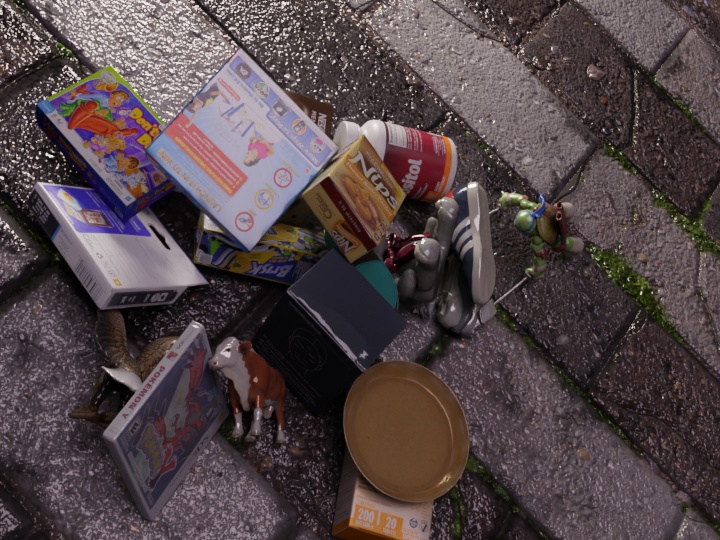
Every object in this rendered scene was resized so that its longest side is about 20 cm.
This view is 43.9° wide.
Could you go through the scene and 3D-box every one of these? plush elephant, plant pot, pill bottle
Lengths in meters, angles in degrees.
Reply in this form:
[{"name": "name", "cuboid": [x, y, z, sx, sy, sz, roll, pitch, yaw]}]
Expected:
[{"name": "plush elephant", "cuboid": [0.055, -0.021, 1.399, 0.151, 0.203, 0.166, 17, 44, 11]}, {"name": "plant pot", "cuboid": [0.062, 0.227, 1.257, 0.196, 0.028, 0.204, 12, 59, -20]}, {"name": "pill bottle", "cuboid": [0.054, -0.185, 1.495, 0.195, 0.113, 0.116, 10, 61, -19]}]

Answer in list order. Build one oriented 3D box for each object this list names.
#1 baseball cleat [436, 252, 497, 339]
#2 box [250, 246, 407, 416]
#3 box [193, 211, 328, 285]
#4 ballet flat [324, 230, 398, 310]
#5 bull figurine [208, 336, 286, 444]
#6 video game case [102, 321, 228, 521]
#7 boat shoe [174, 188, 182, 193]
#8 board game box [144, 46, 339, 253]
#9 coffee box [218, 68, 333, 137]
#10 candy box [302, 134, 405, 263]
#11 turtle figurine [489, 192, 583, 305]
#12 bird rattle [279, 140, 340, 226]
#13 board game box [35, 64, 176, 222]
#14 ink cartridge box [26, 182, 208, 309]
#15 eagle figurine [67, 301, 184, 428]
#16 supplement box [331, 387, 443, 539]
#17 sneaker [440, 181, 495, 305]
[{"name": "baseball cleat", "cuboid": [0.187, 0.018, 1.491, 0.105, 0.069, 0.203, 30, 66, -17]}, {"name": "box", "cuboid": [-0.050, 0.090, 1.258, 0.149, 0.200, 0.107, 46, 56, 3]}, {"name": "box", "cuboid": [-0.149, -0.033, 1.343, 0.196, 0.065, 0.071, 14, 31, -18]}, {"name": "ballet flat", "cuboid": [0.000, 0.000, 1.322, 0.066, 0.071, 0.203, -12, 60, -24]}, {"name": "bull figurine", "cuboid": [-0.145, 0.164, 1.199, 0.063, 0.200, 0.125, -4, 74, 15]}, {"name": "video game case", "cuboid": [-0.238, 0.194, 1.131, 0.023, 0.202, 0.183, 20, 53, 20]}, {"name": "boat shoe", "cuboid": [-0.330, -0.193, 1.352, 0.200, 0.065, 0.075, 33, 56, -5]}, {"name": "board game box", "cuboid": [-0.165, -0.166, 1.253, 0.200, 0.056, 0.196, 44, 79, -10]}, {"name": "coffee box", "cuboid": [-0.150, -0.231, 1.443, 0.196, 0.080, 0.117, 14, 61, -18]}, {"name": "candy box", "cuboid": [-0.004, -0.106, 1.269, 0.116, 0.055, 0.201, 54, 26, -12]}, {"name": "turtle figurine", "cuboid": [0.293, -0.062, 1.567, 0.191, 0.202, 0.144, -1, 40, -46]}, {"name": "bird rattle", "cuboid": [-0.122, -0.145, 1.363, 0.196, 0.165, 0.114, 17, 39, -15]}, {"name": "board game box", "cuboid": [-0.349, -0.185, 1.280, 0.200, 0.045, 0.134, 46, 56, 8]}, {"name": "ink cartridge box", "cuboid": [-0.333, -0.035, 1.239, 0.199, 0.044, 0.199, 49, 22, 19]}, {"name": "eagle figurine", "cuboid": [-0.303, 0.117, 1.170, 0.147, 0.153, 0.203, 2, 52, 18]}, {"name": "supplement box", "cuboid": [0.041, 0.288, 1.278, 0.123, 0.074, 0.204, 19, 59, -15]}, {"name": "sneaker", "cuboid": [0.165, -0.038, 1.436, 0.075, 0.083, 0.205, 35, 49, -56]}]
